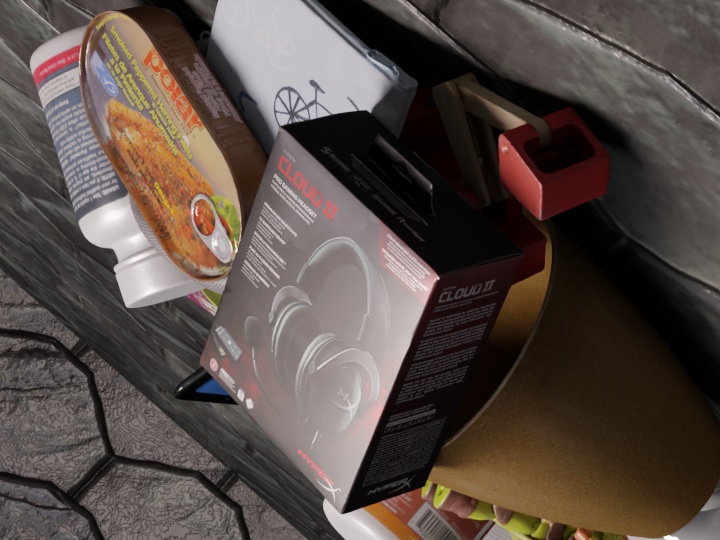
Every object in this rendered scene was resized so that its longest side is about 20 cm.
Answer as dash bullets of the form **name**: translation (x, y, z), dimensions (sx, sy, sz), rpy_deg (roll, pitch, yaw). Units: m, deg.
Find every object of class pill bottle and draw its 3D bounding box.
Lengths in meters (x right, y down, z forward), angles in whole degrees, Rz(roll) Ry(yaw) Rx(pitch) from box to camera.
- **pill bottle**: translation (-0.161, -0.081, 1.574), dimensions (0.120, 0.119, 0.201), rpy_deg (141, 112, -77)
- **pill bottle**: translation (0.073, 0.138, 1.603), dimensions (0.112, 0.200, 0.112), rpy_deg (39, 166, 12)

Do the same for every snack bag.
- **snack bag**: translation (-0.043, -0.091, 1.349), dimensions (0.189, 0.021, 0.201), rpy_deg (45, 135, 33)

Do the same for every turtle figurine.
- **turtle figurine**: translation (0.125, 0.173, 1.496), dimensions (0.160, 0.065, 0.200), rpy_deg (23, -167, -8)

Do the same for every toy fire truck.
- **toy fire truck**: translation (0.067, -0.065, 1.259), dimensions (0.200, 0.049, 0.142), rpy_deg (48, 151, 39)

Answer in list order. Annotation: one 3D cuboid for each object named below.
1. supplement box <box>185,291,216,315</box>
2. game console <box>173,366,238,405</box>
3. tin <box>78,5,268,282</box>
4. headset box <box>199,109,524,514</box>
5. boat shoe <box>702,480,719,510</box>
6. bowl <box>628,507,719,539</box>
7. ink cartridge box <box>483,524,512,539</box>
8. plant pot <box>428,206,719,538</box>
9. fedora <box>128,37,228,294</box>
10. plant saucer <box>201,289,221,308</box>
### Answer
- **supplement box**: translation (-0.133, -0.039, 1.837), dimensions (0.200, 0.103, 0.131), rpy_deg (33, 164, 35)
- **game console**: translation (-0.023, 0.088, 1.722), dimensions (0.175, 0.117, 0.200), rpy_deg (24, -176, 20)
- **tin**: translation (-0.121, -0.086, 1.402), dimensions (0.201, 0.042, 0.112), rpy_deg (58, 145, 19)
- **headset box**: translation (0.000, 0.015, 1.247), dimensions (0.149, 0.077, 0.201), rpy_deg (44, 130, 31)
- **boat shoe**: translation (0.174, 0.101, 1.494), dimensions (0.199, 0.072, 0.069), rpy_deg (27, 128, 15)
- **bowl**: translation (0.251, 0.219, 1.602), dimensions (0.201, 0.090, 0.201), rpy_deg (38, 166, 11)
- **ink cartridge box**: translation (0.151, 0.246, 1.781), dimensions (0.044, 0.174, 0.200), rpy_deg (48, 165, -32)
- **plant pot**: translation (0.136, 0.088, 1.373), dimensions (0.199, 0.187, 0.186), rpy_deg (33, 171, -22)
- **fedora**: translation (-0.060, -0.071, 1.471), dimensions (0.199, 0.178, 0.090), rpy_deg (10, -174, 39)
- **plant saucer**: translation (-0.086, -0.059, 1.608), dimensions (0.200, 0.031, 0.201), rpy_deg (24, 120, 50)
